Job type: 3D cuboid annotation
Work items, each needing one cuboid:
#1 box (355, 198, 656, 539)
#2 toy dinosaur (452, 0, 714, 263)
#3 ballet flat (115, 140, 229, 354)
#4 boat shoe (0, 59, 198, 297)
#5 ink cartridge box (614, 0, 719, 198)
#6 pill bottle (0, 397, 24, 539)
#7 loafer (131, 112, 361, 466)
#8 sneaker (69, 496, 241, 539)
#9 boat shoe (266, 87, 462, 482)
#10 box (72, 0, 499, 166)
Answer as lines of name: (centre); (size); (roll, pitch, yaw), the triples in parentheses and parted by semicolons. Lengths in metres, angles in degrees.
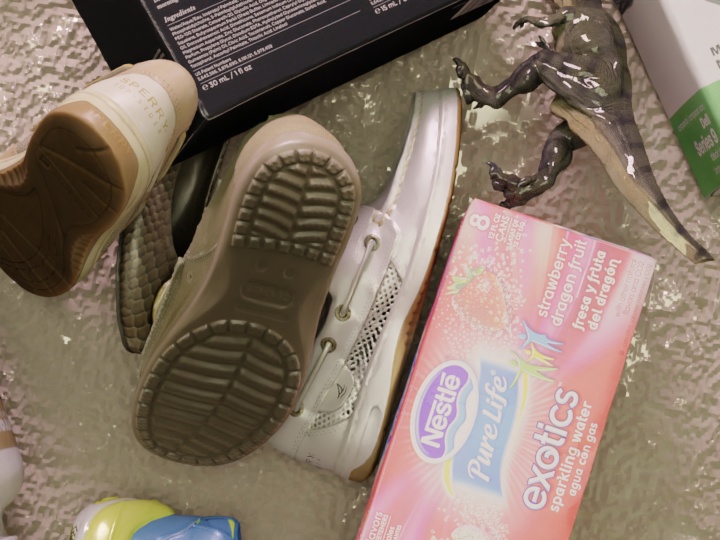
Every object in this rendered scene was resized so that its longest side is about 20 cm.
box: (0.064, 0.078, 0.904); (0.094, 0.103, 0.201); (18, 86, 1)
toy dinosaur: (0.098, -0.077, 0.905); (0.088, 0.048, 0.201); (-17, 56, 6)
ballet flat: (-0.082, -0.055, 0.937); (0.046, 0.067, 0.201); (10, 78, 10)
boat shoe: (-0.131, -0.044, 0.883); (0.072, 0.200, 0.065); (49, 60, -4)
ink cartridge box: (0.202, -0.159, 0.935); (0.145, 0.084, 0.201); (-24, 85, -3)
pill bottle: (-0.227, 0.074, 0.900); (0.110, 0.111, 0.201); (-21, 86, -2)
loafer: (-0.052, 0.010, 0.888); (0.075, 0.068, 0.201); (21, 122, -13)
sneaker: (-0.086, 0.209, 0.905); (0.104, 0.076, 0.202); (-4, 84, -1)
boat shoe: (0.000, 0.000, 0.927); (0.069, 0.071, 0.201); (16, 86, 1)
box: (-0.036, -0.159, 0.906); (0.199, 0.079, 0.142); (-27, 87, -26)
